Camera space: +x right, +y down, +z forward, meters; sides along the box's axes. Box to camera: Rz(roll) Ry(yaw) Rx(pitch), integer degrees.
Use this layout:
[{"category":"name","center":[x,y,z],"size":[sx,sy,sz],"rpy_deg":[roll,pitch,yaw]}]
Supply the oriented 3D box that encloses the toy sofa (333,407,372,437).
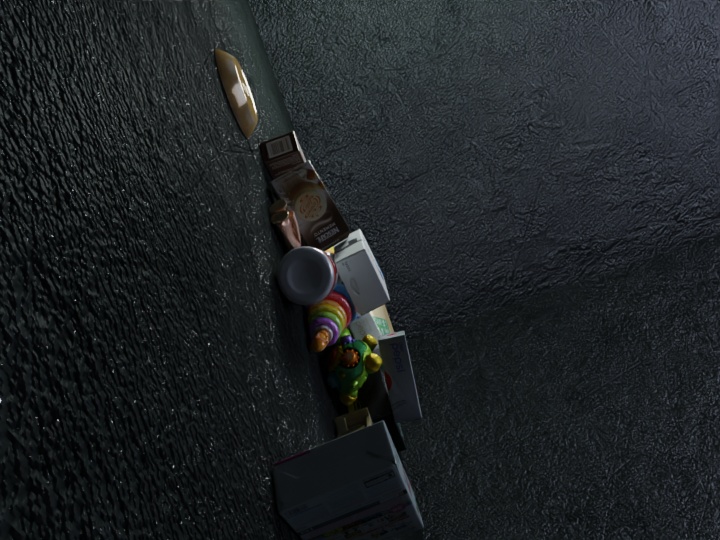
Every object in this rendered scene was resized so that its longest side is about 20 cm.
[{"category":"toy sofa","center":[-0.005,0.368,1.259],"size":[0.200,0.082,0.099],"rpy_deg":[-100,170,-81]}]

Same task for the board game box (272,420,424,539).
[{"category":"board game box","center":[-0.010,0.287,0.783],"size":[0.201,0.145,0.065],"rpy_deg":[71,-1,-46]}]

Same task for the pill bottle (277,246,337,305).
[{"category":"pill bottle","center":[-0.104,0.009,1.278],"size":[0.200,0.111,0.115],"rpy_deg":[-54,126,-89]}]

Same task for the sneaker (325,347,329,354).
[{"category":"sneaker","center":[-0.072,0.180,1.642],"size":[0.087,0.073,0.201],"rpy_deg":[57,-10,30]}]

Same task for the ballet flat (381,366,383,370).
[{"category":"ballet flat","center":[0.053,0.274,1.652],"size":[0.201,0.066,0.071],"rpy_deg":[120,-27,-56]}]

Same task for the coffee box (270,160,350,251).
[{"category":"coffee box","center":[-0.122,-0.147,1.512],"size":[0.202,0.113,0.080],"rpy_deg":[58,-10,5]}]

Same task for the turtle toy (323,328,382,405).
[{"category":"turtle toy","center":[-0.033,0.208,1.465],"size":[0.100,0.147,0.201],"rpy_deg":[27,21,-21]}]

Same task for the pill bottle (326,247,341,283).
[{"category":"pill bottle","center":[-0.100,-0.005,1.620],"size":[0.200,0.109,0.113],"rpy_deg":[-104,175,-71]}]

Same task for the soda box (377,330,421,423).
[{"category":"soda box","center":[0.092,0.250,1.465],"size":[0.063,0.067,0.203],"rpy_deg":[-49,128,-86]}]

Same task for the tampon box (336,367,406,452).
[{"category":"tampon box","center":[0.024,0.362,1.566],"size":[0.201,0.124,0.151],"rpy_deg":[70,4,-47]}]

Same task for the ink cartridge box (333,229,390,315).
[{"category":"ink cartridge box","center":[0.000,0.000,1.516],"size":[0.200,0.083,0.147],"rpy_deg":[-100,165,-73]}]

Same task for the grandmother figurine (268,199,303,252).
[{"category":"grandmother figurine","center":[-0.152,-0.061,1.439],"size":[0.201,0.060,0.122],"rpy_deg":[67,13,-45]}]

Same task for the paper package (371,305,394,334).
[{"category":"paper package","center":[0.014,0.212,1.864],"size":[0.192,0.102,0.202],"rpy_deg":[-60,-150,34]}]

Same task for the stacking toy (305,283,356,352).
[{"category":"stacking toy","center":[-0.079,0.126,1.396],"size":[0.201,0.114,0.111],"rpy_deg":[-78,149,-64]}]

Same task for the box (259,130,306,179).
[{"category":"box","center":[-0.192,-0.276,1.673],"size":[0.201,0.099,0.076],"rpy_deg":[70,2,-62]}]

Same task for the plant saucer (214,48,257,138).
[{"category":"plant saucer","center":[-0.272,-0.402,1.396],"size":[0.200,0.035,0.203],"rpy_deg":[-19,91,-89]}]

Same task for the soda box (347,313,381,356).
[{"category":"soda box","center":[0.005,0.149,1.605],"size":[0.064,0.067,0.201],"rpy_deg":[76,-10,-47]}]
